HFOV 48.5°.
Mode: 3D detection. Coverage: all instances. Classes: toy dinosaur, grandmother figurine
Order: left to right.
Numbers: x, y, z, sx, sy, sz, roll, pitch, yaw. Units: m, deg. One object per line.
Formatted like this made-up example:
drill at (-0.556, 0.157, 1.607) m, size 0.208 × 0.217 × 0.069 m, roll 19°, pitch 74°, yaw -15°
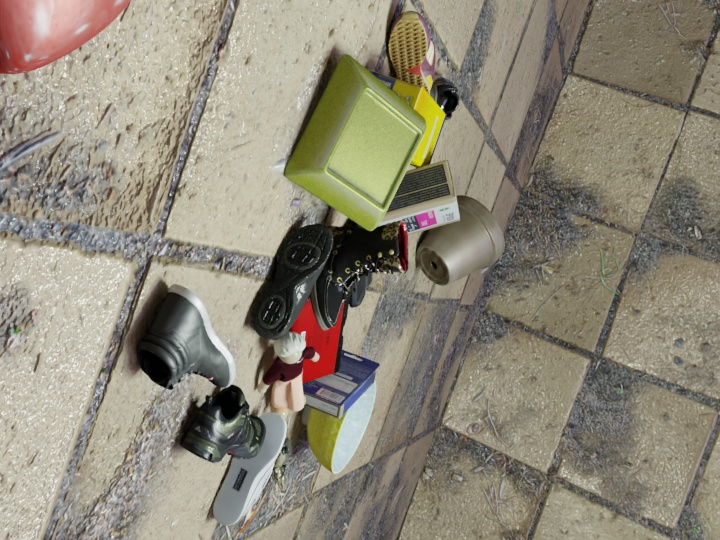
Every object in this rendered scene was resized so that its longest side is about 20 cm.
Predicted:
toy dinosaur at (-0.149, 0.333, 1.490) m, size 0.088 × 0.046 × 0.205 m, roll -63°, pitch 167°, yaw -70°
grandmother figurine at (-0.117, 0.169, 1.341) m, size 0.121 × 0.060 × 0.202 m, roll -39°, pitch 154°, yaw -30°

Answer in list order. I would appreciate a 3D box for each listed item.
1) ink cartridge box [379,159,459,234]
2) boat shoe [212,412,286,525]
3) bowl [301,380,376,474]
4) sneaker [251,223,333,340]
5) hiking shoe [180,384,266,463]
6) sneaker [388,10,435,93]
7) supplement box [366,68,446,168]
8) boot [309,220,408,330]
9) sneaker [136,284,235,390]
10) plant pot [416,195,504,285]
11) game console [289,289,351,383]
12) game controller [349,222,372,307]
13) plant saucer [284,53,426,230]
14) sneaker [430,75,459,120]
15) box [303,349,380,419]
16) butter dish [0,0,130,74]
ink cartridge box at (0.100, -0.126, 1.496) m, size 0.200 × 0.161 × 0.077 m, roll 42°, pitch 34°, yaw -77°
boat shoe at (-0.185, 0.334, 1.359) m, size 0.202 × 0.073 × 0.065 m, roll -58°, pitch 166°, yaw -4°
bowl at (-0.056, 0.294, 1.619) m, size 0.201 × 0.106 × 0.203 m, roll -55°, pitch 157°, yaw -36°
sneaker at (-0.106, 0.018, 1.254) m, size 0.203 × 0.075 × 0.091 m, roll -59°, pitch 170°, yaw -12°
hiking shoe at (-0.187, 0.227, 1.206) m, size 0.103 × 0.074 × 0.199 m, roll -67°, pitch 162°, yaw 3°
sneaker at (0.093, -0.391, 1.395) m, size 0.201 × 0.073 × 0.092 m, roll 78°, pitch 21°, yaw -61°
supplement box at (0.064, -0.254, 1.377) m, size 0.112 × 0.107 × 0.199 m, roll -70°, pitch 162°, yaw 3°
boot at (0.000, 0.000, 1.315) m, size 0.074 × 0.147 × 0.203 m, roll 62°, pitch 28°, yaw -43°
sneaker at (-0.221, 0.114, 1.002) m, size 0.100 × 0.069 × 0.202 m, roll -57°, pitch 153°, yaw -29°
plant pot at (0.236, -0.060, 2.022) m, size 0.173 × 0.199 × 0.202 m, roll -38°, pitch 149°, yaw -26°
game console at (-0.082, 0.083, 1.459) m, size 0.169 × 0.119 × 0.204 m, roll -14°, pitch 128°, yaw -31°
game controller at (-0.003, -0.021, 1.532) m, size 0.203 × 0.041 × 0.105 m, roll 89°, pitch 23°, yaw -48°
plant saucer at (0.010, -0.184, 1.202) m, size 0.198 × 0.048 × 0.203 m, roll 29°, pitch 87°, yaw -39°
sneaker at (0.163, -0.343, 1.607) m, size 0.199 × 0.086 × 0.075 m, roll -34°, pitch 141°, yaw -62°
box at (-0.049, 0.209, 1.522) m, size 0.200 × 0.119 × 0.033 m, roll -36°, pitch 139°, yaw -60°
butter dish at (-0.213, -0.219, 0.524) m, size 0.201 × 0.145 × 0.203 m, roll -55°, pitch 157°, yaw -38°
